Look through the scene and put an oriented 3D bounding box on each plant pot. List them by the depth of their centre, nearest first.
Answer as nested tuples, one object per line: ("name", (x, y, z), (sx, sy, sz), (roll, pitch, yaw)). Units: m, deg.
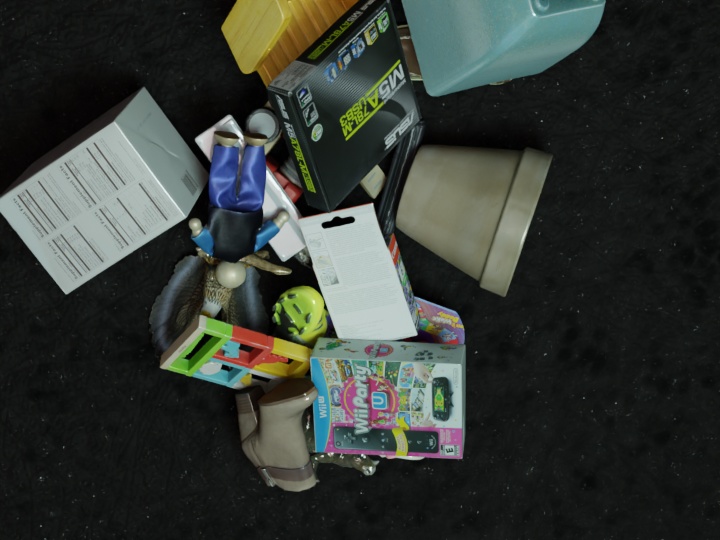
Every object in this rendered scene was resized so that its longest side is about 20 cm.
("plant pot", (0.185, -0.344, 1.552), (0.195, 0.200, 0.197), (-16, 93, -28))
("plant pot", (0.144, -0.085, 1.695), (0.172, 0.200, 0.201), (18, 104, 6))

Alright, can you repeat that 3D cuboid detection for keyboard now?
("keyboard", (-0.134, -0.104, 1.638), (0.056, 0.011, 0.200), (-32, 108, 9))

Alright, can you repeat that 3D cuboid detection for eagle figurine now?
("eagle figurine", (-0.197, 0.039, 1.731), (0.152, 0.151, 0.201), (44, 139, 22))

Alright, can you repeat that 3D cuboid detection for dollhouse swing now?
("dollhouse swing", (-0.034, -0.296, 1.569), (0.200, 0.182, 0.176), (-34, 83, -38))

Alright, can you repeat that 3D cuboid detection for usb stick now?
("usb stick", (0.049, -0.116, 1.730), (0.032, 0.055, 0.201), (16, 106, -1))

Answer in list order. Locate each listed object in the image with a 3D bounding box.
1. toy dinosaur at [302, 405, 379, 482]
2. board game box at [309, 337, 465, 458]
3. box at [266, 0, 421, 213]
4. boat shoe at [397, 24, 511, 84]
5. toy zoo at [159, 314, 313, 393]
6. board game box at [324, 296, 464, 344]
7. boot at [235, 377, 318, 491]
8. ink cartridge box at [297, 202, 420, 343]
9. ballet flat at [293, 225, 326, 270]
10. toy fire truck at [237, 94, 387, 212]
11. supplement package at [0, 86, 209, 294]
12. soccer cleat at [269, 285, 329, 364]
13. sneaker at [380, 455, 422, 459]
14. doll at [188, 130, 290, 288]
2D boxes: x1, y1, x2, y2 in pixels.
("toy dinosaur", (-0.068, 0.233, 1.821), (0.200, 0.077, 0.102), (41, 86, -10))
("board game box", (0.038, 0.170, 1.682), (0.199, 0.064, 0.148), (2, 115, 10))
("box", (-0.015, -0.206, 1.571), (0.200, 0.047, 0.194), (-47, 138, -27))
("boat shoe", (0.112, -0.285, 1.680), (0.201, 0.075, 0.075), (2, 106, -7))
("toy zoo", (-0.153, 0.122, 1.703), (0.199, 0.021, 0.131), (18, 144, -24))
("board game box", (0.046, 0.101, 1.764), (0.199, 0.039, 0.158), (20, 131, -12))
("boot", (-0.095, 0.224, 1.695), (0.070, 0.200, 0.147), (-27, 100, -33))
("ink cartridge box", (0.000, 0.000, 1.661), (0.108, 0.050, 0.201), (-11, 116, 16))
("ballet flat", (-0.016, -0.001, 1.751), (0.200, 0.072, 0.072), (30, 101, -13))
("toy fire truck", (-0.068, -0.142, 1.691), (0.200, 0.129, 0.176), (38, 99, -4))
("supplement package", (-0.327, -0.104, 1.627), (0.199, 0.152, 0.151), (-30, 108, 18))
("soccer cleat", (-0.075, 0.063, 1.713), (0.084, 0.200, 0.065), (-33, 75, -25))
("sneaker", (0.038, 0.197, 1.762), (0.075, 0.105, 0.200), (-13, 141, 37))
("doll", (-0.153, -0.073, 1.609), (0.136, 0.048, 0.201), (-1, 109, -27))
